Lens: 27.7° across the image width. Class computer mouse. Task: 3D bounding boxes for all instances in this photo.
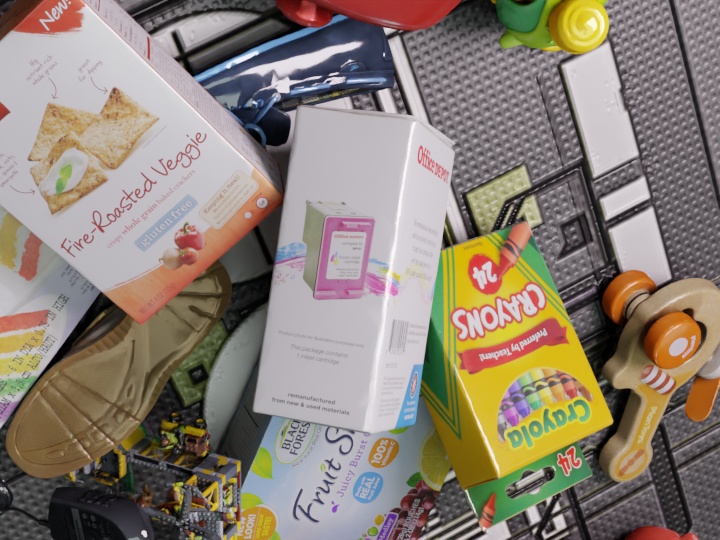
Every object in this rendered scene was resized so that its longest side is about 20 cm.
[{"bbox_3d":[-0.217,0.170,1.017,0.034,0.198,0.059,-31,123,-49],"label":"computer mouse"}]

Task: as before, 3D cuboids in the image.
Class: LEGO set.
[{"bbox_3d":[-0.158,0.213,1.051,0.153,0.116,0.202,19,117,19],"label":"LEGO set"}]

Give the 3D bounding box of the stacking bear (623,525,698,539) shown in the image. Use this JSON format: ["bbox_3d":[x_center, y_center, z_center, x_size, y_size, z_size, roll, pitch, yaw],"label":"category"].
[{"bbox_3d":[0.205,0.280,1.263,0.198,0.114,0.123,-15,117,-20],"label":"stacking bear"}]

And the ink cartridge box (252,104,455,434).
[{"bbox_3d":[0.000,0.000,0.974,0.084,0.144,0.202,9,89,14],"label":"ink cartridge box"}]

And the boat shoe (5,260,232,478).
[{"bbox_3d":[-0.169,0.066,1.042,0.200,0.069,0.074,-43,99,-3],"label":"boat shoe"}]

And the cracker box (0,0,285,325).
[{"bbox_3d":[-0.162,-0.078,0.922,0.134,0.058,0.200,-40,117,14],"label":"cracker box"}]

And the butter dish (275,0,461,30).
[{"bbox_3d":[-0.009,-0.223,0.939,0.198,0.200,0.148,17,128,-25],"label":"butter dish"}]

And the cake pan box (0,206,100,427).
[{"bbox_3d":[-0.286,0.010,0.984,0.184,0.052,0.201,36,95,-28],"label":"cake pan box"}]

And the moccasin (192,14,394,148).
[{"bbox_3d":[-0.064,-0.116,0.994,0.199,0.080,0.069,-25,96,-9],"label":"moccasin"}]

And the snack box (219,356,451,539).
[{"bbox_3d":[-0.010,0.126,1.131,0.167,0.068,0.201,17,103,-27],"label":"snack box"}]

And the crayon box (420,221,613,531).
[{"bbox_3d":[0.107,0.075,1.085,0.126,0.051,0.202,-19,83,-36],"label":"crayon box"}]

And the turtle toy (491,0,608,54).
[{"bbox_3d":[0.156,-0.239,1.014,0.101,0.146,0.201,37,95,-8],"label":"turtle toy"}]

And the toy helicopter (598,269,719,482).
[{"bbox_3d":[0.256,0.094,1.234,0.131,0.079,0.202,-3,124,-30],"label":"toy helicopter"}]
